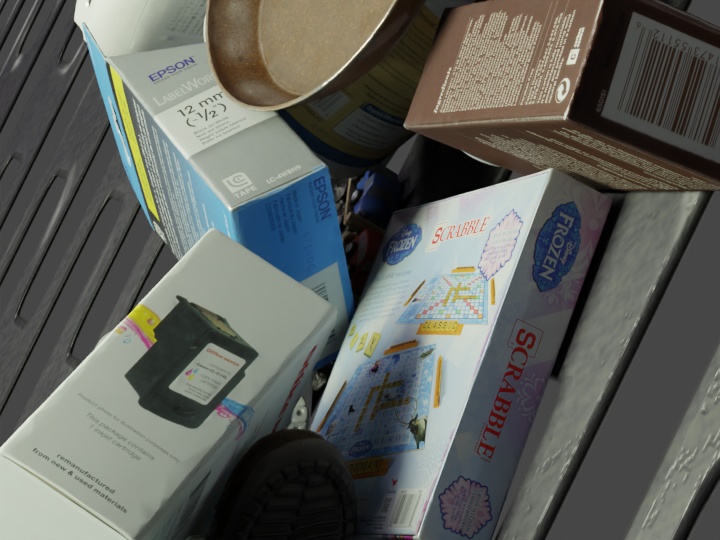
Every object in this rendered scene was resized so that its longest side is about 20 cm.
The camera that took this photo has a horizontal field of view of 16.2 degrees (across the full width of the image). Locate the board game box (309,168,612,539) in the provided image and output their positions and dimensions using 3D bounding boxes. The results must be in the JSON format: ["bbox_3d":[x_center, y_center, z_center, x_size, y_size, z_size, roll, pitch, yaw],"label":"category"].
[{"bbox_3d":[0.039,0.055,1.324,0.200,0.041,0.200,-11,56,67],"label":"board game box"}]

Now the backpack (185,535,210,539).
[{"bbox_3d":[-0.074,0.234,1.210,0.154,0.163,0.200,-56,8,-25],"label":"backpack"}]

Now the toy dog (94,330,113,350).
[{"bbox_3d":[-0.141,0.146,1.604,0.096,0.132,0.200,73,-145,-58],"label":"toy dog"}]

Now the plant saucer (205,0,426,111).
[{"bbox_3d":[-0.011,-0.174,1.365,0.200,0.034,0.201,-32,46,40],"label":"plant saucer"}]

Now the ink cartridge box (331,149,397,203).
[{"bbox_3d":[0.024,-0.167,1.658,0.198,0.047,0.200,-57,18,22],"label":"ink cartridge box"}]

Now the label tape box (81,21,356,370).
[{"bbox_3d":[-0.080,-0.050,1.447,0.066,0.143,0.200,-25,46,-14],"label":"label tape box"}]

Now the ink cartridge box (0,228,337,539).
[{"bbox_3d":[-0.110,0.096,1.266,0.200,0.083,0.146,-50,-11,-45],"label":"ink cartridge box"}]

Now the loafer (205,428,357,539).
[{"bbox_3d":[-0.057,0.148,1.308,0.071,0.073,0.200,-116,32,-41],"label":"loafer"}]

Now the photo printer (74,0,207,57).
[{"bbox_3d":[-0.073,-0.194,1.581,0.166,0.200,0.070,-53,52,32],"label":"photo printer"}]

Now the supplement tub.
[{"bbox_3d":[0.021,-0.161,1.474,0.200,0.145,0.145,-37,30,31],"label":"supplement tub"}]

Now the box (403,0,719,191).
[{"bbox_3d":[0.109,-0.086,1.231,0.200,0.100,0.075,1,72,68],"label":"box"}]

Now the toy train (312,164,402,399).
[{"bbox_3d":[0.000,0.000,1.511,0.046,0.034,0.200,-44,27,36],"label":"toy train"}]

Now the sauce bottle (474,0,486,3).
[{"bbox_3d":[0.085,-0.168,1.316,0.200,0.065,0.065,73,-155,-52],"label":"sauce bottle"}]

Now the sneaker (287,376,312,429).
[{"bbox_3d":[-0.055,0.100,1.465,0.200,0.074,0.087,-75,-21,-57],"label":"sneaker"}]
